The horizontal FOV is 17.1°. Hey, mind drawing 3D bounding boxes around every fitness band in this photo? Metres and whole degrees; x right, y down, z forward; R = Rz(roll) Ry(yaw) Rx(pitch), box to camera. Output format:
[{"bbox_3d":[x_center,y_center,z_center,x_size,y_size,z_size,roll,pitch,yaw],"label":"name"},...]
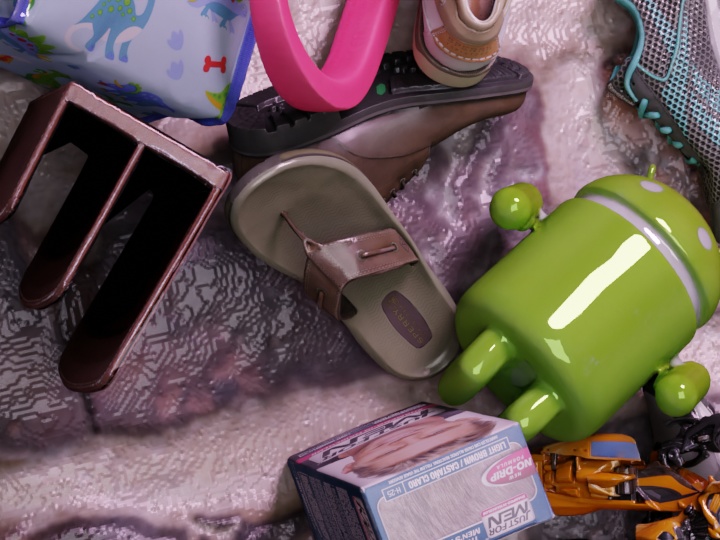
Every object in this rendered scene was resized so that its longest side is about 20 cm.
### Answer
[{"bbox_3d":[-0.016,-0.186,1.400,0.037,0.144,0.201,2,52,21],"label":"fitness band"}]

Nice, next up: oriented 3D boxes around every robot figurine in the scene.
[{"bbox_3d":[0.138,0.023,1.458,0.200,0.116,0.176,-41,83,-19],"label":"robot figurine"},{"bbox_3d":[0.177,0.161,1.457,0.199,0.058,0.146,-2,92,25],"label":"robot figurine"}]

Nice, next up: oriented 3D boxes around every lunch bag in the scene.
[{"bbox_3d":[-0.136,-0.201,1.367,0.170,0.127,0.201,25,74,-43],"label":"lunch bag"}]

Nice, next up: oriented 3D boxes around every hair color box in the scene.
[{"bbox_3d":[0.030,0.125,1.394,0.099,0.200,0.061,-22,96,-13],"label":"hair color box"}]

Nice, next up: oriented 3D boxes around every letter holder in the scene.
[{"bbox_3d":[-0.165,-0.016,1.344,0.100,0.200,0.143,30,84,-12],"label":"letter holder"}]

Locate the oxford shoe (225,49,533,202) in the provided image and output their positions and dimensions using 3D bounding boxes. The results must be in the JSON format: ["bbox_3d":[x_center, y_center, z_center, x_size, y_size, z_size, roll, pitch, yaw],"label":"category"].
[{"bbox_3d":[0.015,-0.083,1.465,0.199,0.073,0.085,-16,117,-15],"label":"oxford shoe"}]

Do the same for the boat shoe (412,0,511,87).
[{"bbox_3d":[0.071,-0.213,1.440,0.074,0.068,0.201,6,67,-14],"label":"boat shoe"}]

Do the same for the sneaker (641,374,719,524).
[{"bbox_3d":[0.205,0.160,1.506,0.079,0.074,0.202,-14,94,-8],"label":"sneaker"}]

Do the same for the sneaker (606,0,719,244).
[{"bbox_3d":[0.202,-0.111,1.511,0.091,0.078,0.202,-10,90,2],"label":"sneaker"}]

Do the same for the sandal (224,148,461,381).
[{"bbox_3d":[0.001,0.000,1.427,0.080,0.057,0.201,-43,123,7],"label":"sandal"}]
